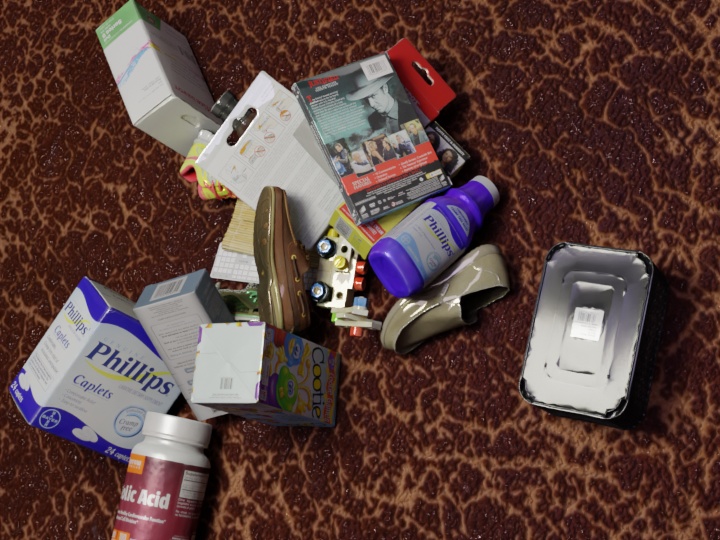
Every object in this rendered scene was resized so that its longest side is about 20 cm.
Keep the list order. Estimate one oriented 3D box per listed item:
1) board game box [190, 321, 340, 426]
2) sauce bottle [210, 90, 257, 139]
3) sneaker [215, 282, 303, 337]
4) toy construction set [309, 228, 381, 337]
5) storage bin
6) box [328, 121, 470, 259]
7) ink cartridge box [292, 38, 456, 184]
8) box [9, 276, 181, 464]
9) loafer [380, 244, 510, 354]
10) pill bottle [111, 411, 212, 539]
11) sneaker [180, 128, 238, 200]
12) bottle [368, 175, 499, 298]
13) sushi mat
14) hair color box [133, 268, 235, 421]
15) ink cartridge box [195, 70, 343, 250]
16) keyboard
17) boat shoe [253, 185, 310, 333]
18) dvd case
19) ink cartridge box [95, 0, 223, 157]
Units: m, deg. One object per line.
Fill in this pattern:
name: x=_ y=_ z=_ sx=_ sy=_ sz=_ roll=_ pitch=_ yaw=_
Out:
board game box: x=-0.120 y=0.140 z=1.545 sx=0.104 sy=0.200 sz=0.104 roll=-3 pitch=73 yaw=27
sauce bottle: x=-0.123 y=-0.178 z=1.665 sx=0.200 sy=0.065 sz=0.065 roll=41 pitch=97 yaw=-6
sneaker: x=-0.159 y=0.053 z=1.670 sx=0.198 sy=0.077 sz=0.089 roll=9 pitch=60 yaw=32
toy construction set: x=0.000 y=0.000 z=1.587 sx=0.130 sy=0.092 sz=0.202 roll=5 pitch=65 yaw=21
storage bin: x=0.283 y=0.079 z=1.414 sx=0.134 sy=0.094 sz=0.202 roll=8 pitch=80 yaw=30
box: x=0.052 y=-0.108 z=1.552 sx=0.075 sy=0.050 sz=0.200 roll=46 pitch=67 yaw=6
ink cartridge box: x=0.021 y=-0.209 z=1.578 sx=0.200 sy=0.067 sz=0.116 roll=-42 pitch=90 yaw=-26
box: x=-0.360 y=0.145 z=1.670 sx=0.201 sy=0.183 sz=0.105 roll=-56 pitch=40 yaw=3
loafer: x=0.112 y=0.047 z=1.523 sx=0.200 sy=0.076 sz=0.069 roll=-40 pitch=55 yaw=11
pill bottle: x=-0.272 y=0.304 z=1.628 sx=0.113 sy=0.114 sz=0.202 roll=5 pitch=78 yaw=29
sneaker: x=-0.194 y=-0.133 z=1.733 sx=0.199 sy=0.078 sz=0.091 roll=31 pitch=78 yaw=43
bottle: x=0.101 y=-0.050 z=1.515 sx=0.200 sy=0.084 sz=0.065 roll=-39 pitch=11 yaw=-28
sushi mat: x=-0.110 y=-0.059 z=1.704 sx=0.198 sy=0.012 sz=0.097 roll=11 pitch=74 yaw=30
hair color box: x=-0.217 y=0.105 z=1.612 sx=0.098 sy=0.201 sz=0.061 roll=-15 pitch=28 yaw=20
ink cartridge box: x=-0.102 y=-0.149 z=1.616 sx=0.199 sy=0.050 sz=0.163 roll=37 pitch=92 yaw=-1
keyboard: x=-0.131 y=-0.006 z=1.705 sx=0.198 sy=0.011 sz=0.057 roll=7 pitch=78 yaw=29
boat shoe: x=-0.103 y=-0.013 z=1.577 sx=0.072 sy=0.067 sz=0.203 roll=-177 pitch=83 yaw=-68
dvd case: x=0.015 y=-0.172 z=1.516 sx=0.145 sy=0.022 sz=0.202 roll=-23 pitch=84 yaw=-24
ink cartridge box: x=-0.307 y=-0.294 z=1.805 sx=0.087 sy=0.145 sz=0.201 roll=-35 pitch=62 yaw=15
